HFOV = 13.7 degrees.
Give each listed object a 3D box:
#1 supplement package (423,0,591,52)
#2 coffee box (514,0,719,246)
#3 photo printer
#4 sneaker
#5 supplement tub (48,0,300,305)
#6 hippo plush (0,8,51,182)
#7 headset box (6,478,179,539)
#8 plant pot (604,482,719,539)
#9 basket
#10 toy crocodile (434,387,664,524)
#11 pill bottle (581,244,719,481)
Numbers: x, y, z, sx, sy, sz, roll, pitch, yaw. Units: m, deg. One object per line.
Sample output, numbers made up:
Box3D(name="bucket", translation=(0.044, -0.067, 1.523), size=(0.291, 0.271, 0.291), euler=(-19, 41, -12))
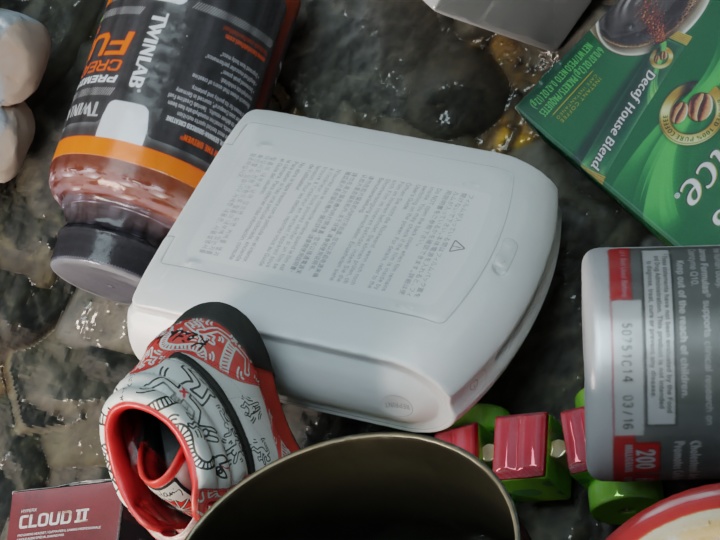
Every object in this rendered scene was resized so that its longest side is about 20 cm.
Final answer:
Box3D(name="supplement package", translation=(0.047, -0.232, 1.644), size=(0.200, 0.120, 0.121), euler=(46, 111, 34))
Box3D(name="coffee box", translation=(0.190, -0.067, 1.562), size=(0.123, 0.044, 0.200), euler=(-46, 57, 1))
Box3D(name="photo printer", translation=(0.000, 0.000, 1.580), size=(0.200, 0.069, 0.166), euler=(11, 51, 23))
Box3D(name="sneaker", translation=(-0.060, 0.125, 1.495), size=(0.067, 0.201, 0.108), euler=(-17, 17, 33))
Box3D(name="supplement tub", translation=(-0.109, -0.083, 1.676), size=(0.107, 0.107, 0.200), euler=(8, 71, 28))
Box3D(name="hippo plush", translation=(-0.286, -0.115, 1.780), size=(0.200, 0.159, 0.161), euler=(-28, 27, -5))
Box3D(name="headset box", translation=(-0.116, 0.205, 1.522), size=(0.075, 0.149, 0.200), euler=(-8, 65, 29))
Box3D(name="plant pot", translation=(0.193, 0.201, 1.361), size=(0.200, 0.183, 0.201), euler=(-9, 64, 19))
Box3D(name="basket", translation=(0.029, 0.176, 1.436), size=(0.180, 0.200, 0.136), euler=(-20, 61, 18))
Box3D(name="toy crocodile", translation=(0.093, 0.094, 1.525), size=(0.200, 0.062, 0.068), euler=(-11, 63, 20))
Box3D(name="pill bottle", translation=(0.207, 0.043, 1.438), size=(0.200, 0.114, 0.114), euler=(-1, 66, 4))
